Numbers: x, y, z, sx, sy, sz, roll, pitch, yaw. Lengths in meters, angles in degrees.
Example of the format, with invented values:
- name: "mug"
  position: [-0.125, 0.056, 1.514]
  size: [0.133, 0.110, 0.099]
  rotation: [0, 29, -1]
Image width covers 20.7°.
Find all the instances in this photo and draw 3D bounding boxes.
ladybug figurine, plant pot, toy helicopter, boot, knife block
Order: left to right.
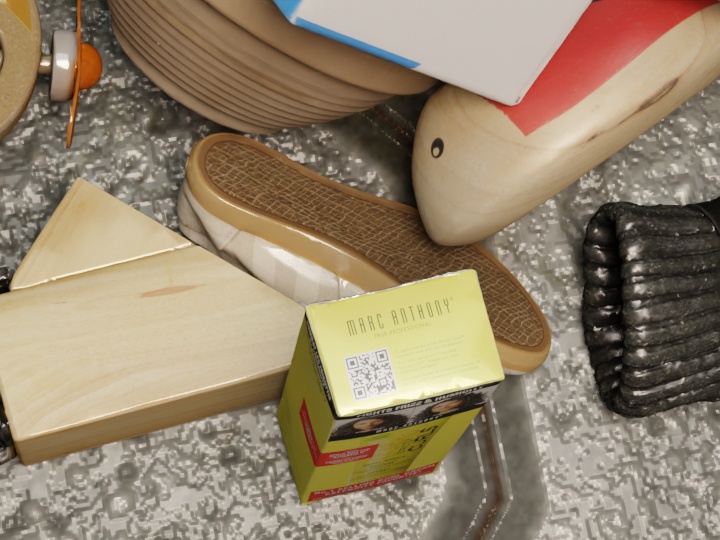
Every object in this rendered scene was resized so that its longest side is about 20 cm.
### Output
- name: "toy helicopter"
  position: [-0.170, -0.139, 0.967]
  size: [0.131, 0.079, 0.201]
  rotation: [27, 70, 1]
- name: "knife block"
  position: [-0.135, 0.058, 0.922]
  size: [0.199, 0.064, 0.177]
  rotation: [29, 74, 2]
- name: "plant pot"
  position: [-0.055, -0.132, 0.947]
  size: [0.200, 0.201, 0.093]
  rotation: [39, 114, 5]
- name: "ladybug figurine"
  position: [0.102, -0.088, 0.949]
  size: [0.199, 0.136, 0.072]
  rotation: [-35, 91, -19]
- name: "boot"
  position: [0.186, -0.035, 0.975]
  size: [0.156, 0.079, 0.213]
  rotation: [-1, 75, -7]

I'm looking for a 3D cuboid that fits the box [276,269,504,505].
- name: "box"
  position: [0.008, 0.056, 0.867]
  size: [0.075, 0.200, 0.051]
  rotation: [-12, 76, -11]

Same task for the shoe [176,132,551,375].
- name: "shoe"
  position: [0.000, 0.000, 0.964]
  size: [0.199, 0.054, 0.070]
  rotation: [28, 40, -2]

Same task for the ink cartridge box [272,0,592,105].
- name: "ink cartridge box"
  position: [-0.003, -0.178, 0.882]
  size: [0.085, 0.145, 0.201]
  rotation: [-53, 48, 22]
